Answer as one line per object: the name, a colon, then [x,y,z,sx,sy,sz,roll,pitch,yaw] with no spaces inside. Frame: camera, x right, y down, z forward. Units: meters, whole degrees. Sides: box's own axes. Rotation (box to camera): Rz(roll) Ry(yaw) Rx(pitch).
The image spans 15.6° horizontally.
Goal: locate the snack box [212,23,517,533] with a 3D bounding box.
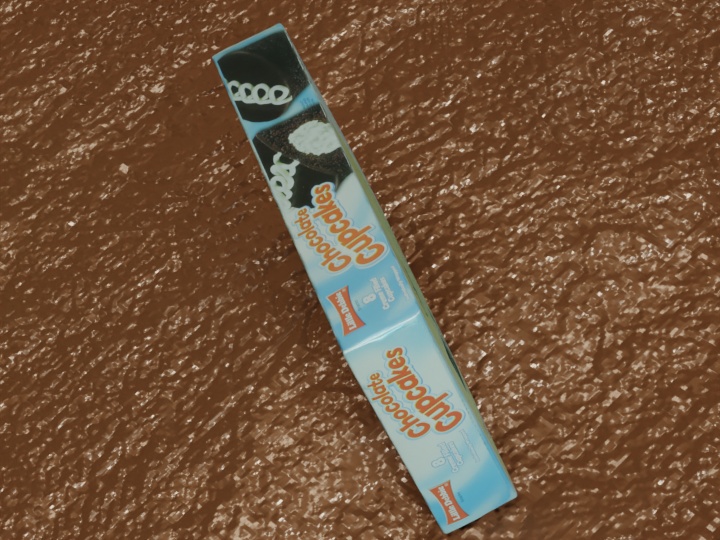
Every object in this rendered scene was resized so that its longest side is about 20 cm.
snack box: [0.000,0.000,1.072,0.037,0.116,0.200,-27,42,2]
